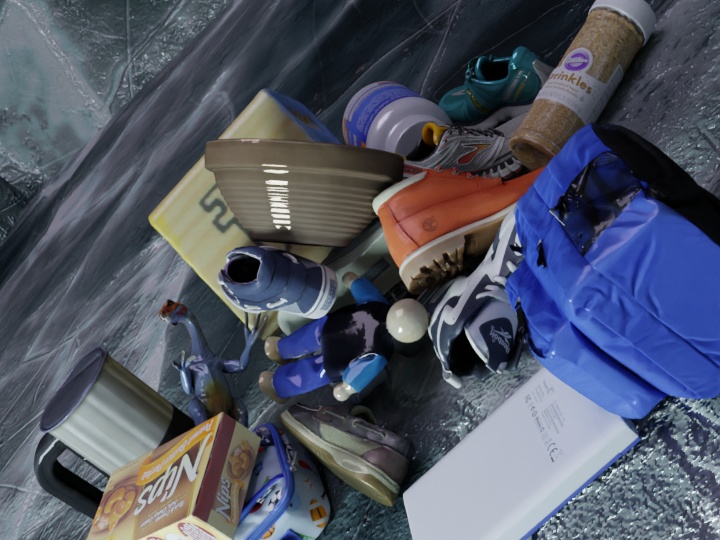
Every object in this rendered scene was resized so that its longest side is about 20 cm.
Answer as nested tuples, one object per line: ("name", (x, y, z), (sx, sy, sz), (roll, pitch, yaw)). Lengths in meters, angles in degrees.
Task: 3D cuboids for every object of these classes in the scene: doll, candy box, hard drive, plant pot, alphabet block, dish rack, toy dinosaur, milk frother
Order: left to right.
("milk frother", (-0.268, 0.221, 1.361), (0.181, 0.188, 0.200), (-53, 22, -6))
("candy box", (-0.189, 0.229, 1.182), (0.199, 0.055, 0.117), (-30, 34, 38))
("toy dinosaur", (-0.176, 0.126, 1.290), (0.182, 0.104, 0.202), (52, 125, 42))
("alphabet block", (-0.091, -0.065, 1.392), (0.200, 0.196, 0.195), (-46, -6, 10))
("plant pot", (-0.058, -0.072, 1.185), (0.200, 0.198, 0.094), (4, 89, 63))
("doll", (-0.016, 0.065, 1.154), (0.199, 0.048, 0.138), (-21, 50, 41))
("dish rack", (0.059, 0.002, 1.264), (0.154, 0.054, 0.200), (-48, 22, 3))
("hard drive", (0.120, 0.155, 0.942), (0.200, 0.025, 0.132), (-44, 23, 14))

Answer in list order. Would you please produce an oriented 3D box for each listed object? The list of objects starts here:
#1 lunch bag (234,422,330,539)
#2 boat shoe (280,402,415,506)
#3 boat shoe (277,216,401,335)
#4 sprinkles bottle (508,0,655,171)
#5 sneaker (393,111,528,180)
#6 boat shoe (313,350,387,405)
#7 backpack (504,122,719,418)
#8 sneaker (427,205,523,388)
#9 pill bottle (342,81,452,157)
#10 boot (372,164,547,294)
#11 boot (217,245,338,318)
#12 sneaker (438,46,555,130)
("lunch bag", (-0.117, 0.252, 1.179), (0.200, 0.075, 0.161), (-47, 24, 10))
("boat shoe", (-0.009, 0.159, 1.132), (0.066, 0.072, 0.200), (-48, 26, -11))
("boat shoe", (0.000, -0.001, 1.235), (0.200, 0.070, 0.072), (-37, 16, 19))
("sprinkles bottle", (0.228, -0.192, 1.228), (0.201, 0.068, 0.068), (-57, 23, -15))
("sneaker", (0.110, -0.126, 1.276), (0.198, 0.083, 0.078), (-27, 15, -18))
("boat shoe", (-0.017, 0.079, 1.278), (0.068, 0.073, 0.200), (-28, 16, -3))
("backpack", (0.189, -0.009, 0.888), (0.168, 0.162, 0.201), (-43, 24, 17))
("sneaker", (0.133, 0.027, 1.050), (0.199, 0.079, 0.130), (-39, 26, 26))
("pill bottle", (0.051, -0.159, 1.453), (0.112, 0.112, 0.200), (-48, 22, 4))
("boot", (0.109, -0.068, 1.138), (0.198, 0.075, 0.108), (-24, 63, -12))
("boot", (-0.109, 0.001, 1.203), (0.199, 0.090, 0.074), (3, 75, 56))
("sneaker", (0.152, -0.217, 1.396), (0.199, 0.079, 0.078), (-10, 44, 59))
